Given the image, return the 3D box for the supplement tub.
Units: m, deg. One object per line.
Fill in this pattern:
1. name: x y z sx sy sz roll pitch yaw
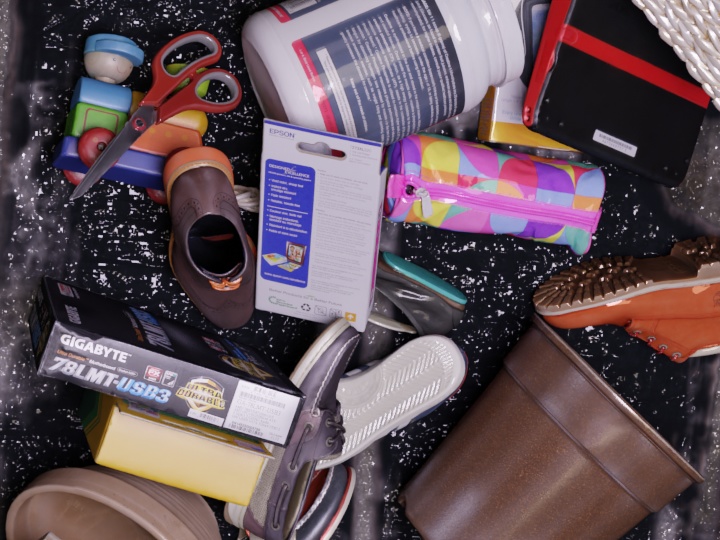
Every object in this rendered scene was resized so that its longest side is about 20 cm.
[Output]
1. supplement tub: 0.017 -0.175 1.383 0.200 0.140 0.141 -23 102 -9

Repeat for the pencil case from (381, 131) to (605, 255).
1. pencil case: 0.108 -0.066 1.451 0.200 0.088 0.089 7 96 -16

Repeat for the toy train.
1. toy train: -0.141 -0.115 1.391 0.200 0.085 0.116 12 78 -18

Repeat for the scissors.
1. scissors: -0.171 -0.125 1.332 0.200 0.014 0.073 -36 92 -36

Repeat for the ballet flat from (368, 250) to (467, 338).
1. ballet flat: 0.000 0.000 1.443 0.200 0.068 0.068 37 101 -15

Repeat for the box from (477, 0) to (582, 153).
1. box: 0.172 -0.204 1.472 0.119 0.041 0.200 6 93 -15

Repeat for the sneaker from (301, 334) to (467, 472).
1. sneaker: 0.005 0.117 1.460 0.200 0.085 0.075 -23 82 14

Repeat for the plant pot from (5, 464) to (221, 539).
1. plant pot: -0.181 0.224 1.390 0.201 0.201 0.093 53 44 -14

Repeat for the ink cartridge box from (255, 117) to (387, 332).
1. ink cartridge box: -0.032 -0.040 1.350 0.095 0.037 0.200 12 135 7

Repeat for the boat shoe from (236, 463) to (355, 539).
1. boat shoe: -0.082 0.236 1.453 0.063 0.071 0.200 39 91 -13

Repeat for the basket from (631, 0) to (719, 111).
1. basket: 0.325 -0.263 1.386 0.161 0.200 0.198 -34 99 38

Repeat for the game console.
1. game console: 0.230 -0.178 1.456 0.200 0.031 0.177 17 91 -37

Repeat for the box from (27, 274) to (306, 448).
1. box: -0.158 0.070 1.342 0.198 0.200 0.050 21 93 -15

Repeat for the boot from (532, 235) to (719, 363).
1. boot: 0.252 0.040 1.509 0.200 0.075 0.107 -9 115 -5

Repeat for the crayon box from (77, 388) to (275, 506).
1. crayon box: -0.150 0.130 1.351 0.126 0.200 0.052 19 92 -15

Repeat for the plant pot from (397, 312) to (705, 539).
1. plant pot: 0.150 0.175 1.447 0.200 0.200 0.198 43 94 -15

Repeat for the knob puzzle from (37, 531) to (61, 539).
1. knob puzzle: -0.223 0.309 1.393 0.219 0.030 0.220 11 125 16

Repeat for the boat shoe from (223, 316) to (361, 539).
1. boat shoe: -0.043 0.134 1.395 0.065 0.072 0.200 31 102 12

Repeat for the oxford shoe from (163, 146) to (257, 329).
1. oxford shoe: -0.118 -0.006 1.363 0.071 0.073 0.200 -15 141 -2
